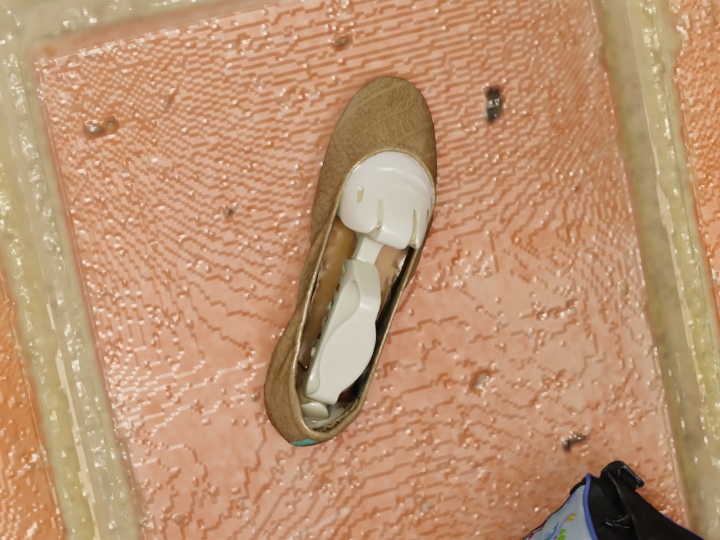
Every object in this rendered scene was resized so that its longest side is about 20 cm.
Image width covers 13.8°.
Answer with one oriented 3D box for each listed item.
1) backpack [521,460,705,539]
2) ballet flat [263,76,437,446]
[{"bbox_3d":[0.154,0.232,1.573,0.183,0.200,0.147,34,111,-19],"label":"backpack"},{"bbox_3d":[0.000,0.000,1.554,0.067,0.072,0.201,19,95,-16],"label":"ballet flat"}]
